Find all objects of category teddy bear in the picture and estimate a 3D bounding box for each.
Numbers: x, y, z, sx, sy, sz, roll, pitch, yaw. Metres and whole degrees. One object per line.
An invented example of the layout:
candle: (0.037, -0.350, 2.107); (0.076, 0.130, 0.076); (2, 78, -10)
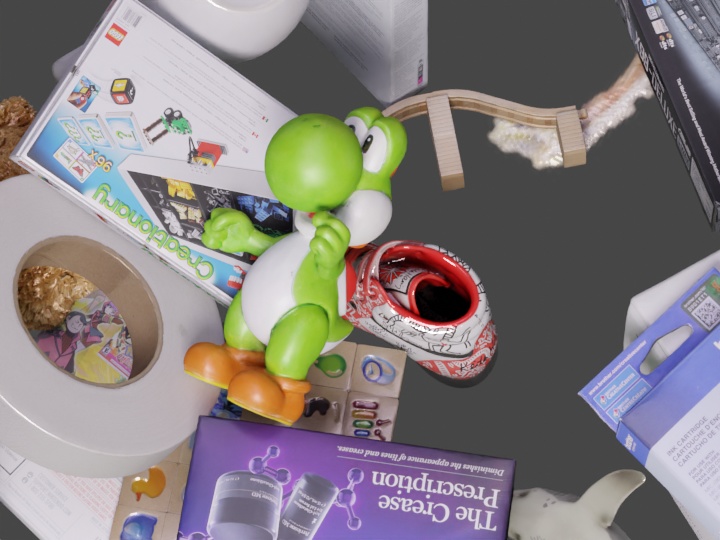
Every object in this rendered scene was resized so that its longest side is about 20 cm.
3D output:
teddy bear: (-0.222, -0.053, 1.703); (0.144, 0.067, 0.201); (8, 50, 14)

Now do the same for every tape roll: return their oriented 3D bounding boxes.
tape roll: (-0.176, 0.033, 1.581); (0.202, 0.037, 0.204); (22, 49, -27)

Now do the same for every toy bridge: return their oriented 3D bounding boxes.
toy bridge: (0.058, -0.090, 1.736); (0.199, 0.027, 0.068); (-11, 65, 0)

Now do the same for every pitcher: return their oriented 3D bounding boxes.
pitcher: (-0.120, -0.180, 1.683); (0.171, 0.200, 0.122); (-36, 96, -16)

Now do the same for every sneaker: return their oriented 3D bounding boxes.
sneaker: (0.001, -0.001, 1.659); (0.201, 0.108, 0.067); (29, 72, 16)

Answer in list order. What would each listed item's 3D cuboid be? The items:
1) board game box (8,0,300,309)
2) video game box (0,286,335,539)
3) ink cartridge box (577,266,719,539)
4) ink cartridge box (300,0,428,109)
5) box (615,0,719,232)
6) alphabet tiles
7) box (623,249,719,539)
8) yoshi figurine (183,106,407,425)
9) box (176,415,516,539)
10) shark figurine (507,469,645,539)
board game box: (-0.107, -0.068, 1.610); (0.200, 0.035, 0.127); (35, 81, -15)
video game box: (-0.146, 0.112, 1.659); (0.200, 0.047, 0.182); (41, 78, 19)
ink cartridge box: (0.232, 0.096, 1.419); (0.119, 0.042, 0.200); (-41, 71, -12)
ink cartridge box: (-0.029, -0.229, 1.709); (0.043, 0.200, 0.196); (-36, 69, -17)
box: (0.279, -0.142, 1.726); (0.157, 0.050, 0.201); (-18, 66, -3)
alphabet tiles: (-0.068, 0.132, 1.618); (0.166, 0.008, 0.201); (9, 69, 7)
box: (0.263, 0.103, 1.543); (0.130, 0.200, 0.199); (-28, 68, -8)
yoshi figurine: (-0.044, -0.015, 1.549); (0.112, 0.112, 0.201); (26, 91, 3)
box: (-0.011, 0.177, 1.552); (0.199, 0.079, 0.142); (7, 72, 4)
shark figurine: (0.165, 0.215, 1.576); (0.128, 0.089, 0.215); (-35, 55, 27)
